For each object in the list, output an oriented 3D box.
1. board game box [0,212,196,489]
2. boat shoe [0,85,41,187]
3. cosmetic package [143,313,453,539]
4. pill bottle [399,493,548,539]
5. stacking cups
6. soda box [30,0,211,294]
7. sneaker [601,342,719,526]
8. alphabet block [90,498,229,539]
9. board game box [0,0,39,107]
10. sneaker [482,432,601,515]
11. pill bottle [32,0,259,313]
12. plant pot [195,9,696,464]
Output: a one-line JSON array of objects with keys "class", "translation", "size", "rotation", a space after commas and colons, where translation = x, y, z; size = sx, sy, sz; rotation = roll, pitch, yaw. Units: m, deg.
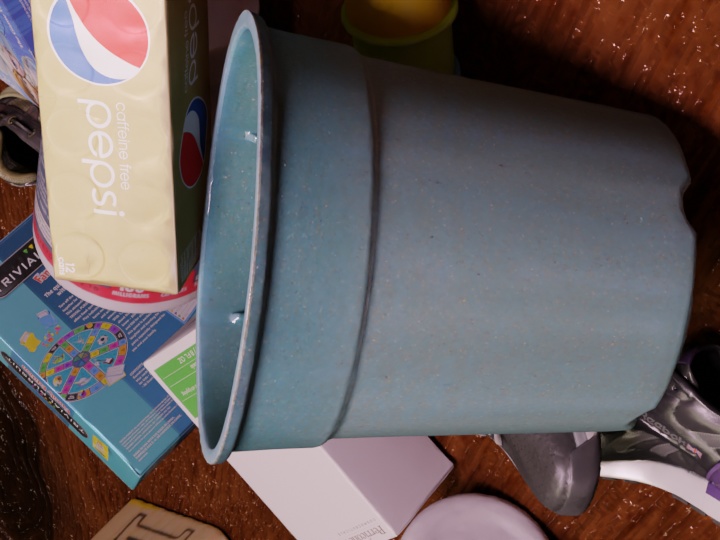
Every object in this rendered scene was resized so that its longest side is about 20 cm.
[{"class": "board game box", "translation": [-0.187, 0.040, 1.221], "size": [0.200, 0.151, 0.047], "rotation": [44, 154, 3]}, {"class": "boat shoe", "translation": [-0.252, -0.097, 1.214], "size": [0.073, 0.065, 0.200], "rotation": [51, 154, -16]}, {"class": "cosmetic package", "translation": [-0.044, 0.103, 1.158], "size": [0.200, 0.085, 0.108], "rotation": [50, 139, -5]}, {"class": "pill bottle", "translation": [0.068, 0.248, 1.187], "size": [0.116, 0.116, 0.200], "rotation": [39, 153, 13]}, {"class": "stacking cups", "translation": [0.021, -0.085, 0.820], "size": [0.060, 0.061, 0.200], "rotation": [29, 145, 29]}, {"class": "soda box", "translation": [-0.113, -0.091, 0.778], "size": [0.068, 0.064, 0.200], "rotation": [7, 119, 10]}, {"class": "sneaker", "translation": [0.164, 0.068, 0.861], "size": [0.200, 0.076, 0.088], "rotation": [17, 128, 38]}, {"class": "alphabet block", "translation": [-0.216, 0.388, 1.711], "size": [0.196, 0.200, 0.195], "rotation": [9, 137, 51]}, {"class": "board game box", "translation": [-0.250, -0.204, 1.038], "size": [0.199, 0.043, 0.200], "rotation": [35, 156, 51]}, {"class": "sneaker", "translation": [0.042, 0.058, 0.859], "size": [0.200, 0.115, 0.075], "rotation": [-116, 29, -48]}, {"class": "pill bottle", "translation": [-0.117, -0.080, 0.906], "size": [0.120, 0.120, 0.200], "rotation": [37, 142, 16]}, {"class": "plant pot", "translation": [0.034, -0.006, 0.737], "size": [0.196, 0.200, 0.200], "rotation": [5, 156, -12]}]
